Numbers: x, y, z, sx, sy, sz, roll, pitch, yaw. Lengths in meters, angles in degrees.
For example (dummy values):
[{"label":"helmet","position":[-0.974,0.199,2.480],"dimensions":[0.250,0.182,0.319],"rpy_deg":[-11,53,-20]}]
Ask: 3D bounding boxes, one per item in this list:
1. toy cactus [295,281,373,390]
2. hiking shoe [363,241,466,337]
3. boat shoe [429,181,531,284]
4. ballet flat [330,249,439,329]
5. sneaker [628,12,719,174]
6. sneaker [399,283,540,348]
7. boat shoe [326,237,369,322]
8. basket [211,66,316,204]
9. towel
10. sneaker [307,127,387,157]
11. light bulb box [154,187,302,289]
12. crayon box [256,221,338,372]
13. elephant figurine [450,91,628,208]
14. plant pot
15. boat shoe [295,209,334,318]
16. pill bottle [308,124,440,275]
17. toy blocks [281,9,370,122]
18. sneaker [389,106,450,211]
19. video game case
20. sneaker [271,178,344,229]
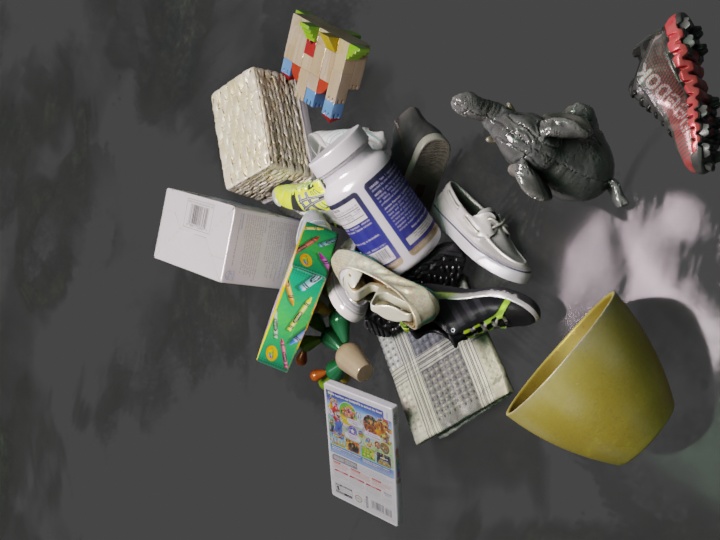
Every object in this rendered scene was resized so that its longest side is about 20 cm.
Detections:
[{"label":"toy cactus","position":[-0.029,0.120,1.413],"dimensions":[0.165,0.101,0.204],"rpy_deg":[41,123,46]},{"label":"hiking shoe","position":[0.074,0.007,1.339],"dimensions":[0.199,0.075,0.102],"rpy_deg":[-40,35,26]},{"label":"boat shoe","position":[0.177,-0.058,1.269],"dimensions":[0.200,0.071,0.067],"rpy_deg":[49,122,42]},{"label":"ballet flat","position":[0.020,0.025,1.244],"dimensions":[0.198,0.062,0.068],"rpy_deg":[23,138,35]},{"label":"sneaker","position":[0.383,-0.207,1.093],"dimensions":[0.097,0.070,0.205],"rpy_deg":[-19,72,38]},{"label":"sneaker","position":[0.152,0.074,1.242],"dimensions":[0.196,0.072,0.084],"rpy_deg":[3,62,25]},{"label":"boat shoe","position":[0.000,0.000,1.369],"dimensions":[0.072,0.201,0.069],"rpy_deg":[36,119,-11]},{"label":"basket","position":[-0.171,-0.237,1.556],"dimensions":[0.134,0.122,0.204],"rpy_deg":[-23,71,37]},{"label":"towel","position":[0.123,0.135,1.329],"dimensions":[0.191,0.034,0.203],"rpy_deg":[-35,62,31]},{"label":"sneaker","position":[-0.021,-0.199,1.462],"dimensions":[0.199,0.079,0.071],"rpy_deg":[24,141,57]},{"label":"light bulb box","position":[-0.211,-0.050,1.526],"dimensions":[0.196,0.198,0.128],"rpy_deg":[17,96,41]},{"label":"crayon box","position":[-0.099,0.042,1.383],"dimensions":[0.120,0.057,0.202],"rpy_deg":[-78,9,-54]},{"label":"elephant figurine","position":[0.229,-0.154,1.139],"dimensions":[0.153,0.198,0.145],"rpy_deg":[-7,82,40]},{"label":"plant pot","position":[0.295,0.149,1.085],"dimensions":[0.142,0.200,0.201],"rpy_deg":[41,116,8]},{"label":"boat shoe","position":[-0.075,-0.008,1.470],"dimensions":[0.072,0.068,0.204],"rpy_deg":[-107,18,-52]},{"label":"pill bottle","position":[0.019,-0.099,1.278],"dimensions":[0.115,0.116,0.201],"rpy_deg":[-27,105,36]},{"label":"toy blocks","position":[-0.066,-0.340,1.502],"dimensions":[0.199,0.099,0.139],"rpy_deg":[37,122,36]},{"label":"sneaker","position":[0.069,-0.144,1.381],"dimensions":[0.202,0.074,0.107],"rpy_deg":[-62,33,28]},{"label":"video game case","position":[0.005,0.281,1.379],"dimensions":[0.141,0.018,0.204],"rpy_deg":[15,117,41]},{"label":"sneaker","position":[-0.064,-0.127,1.472],"dimensions":[0.197,0.075,0.078],"rpy_deg":[12,126,32]}]
